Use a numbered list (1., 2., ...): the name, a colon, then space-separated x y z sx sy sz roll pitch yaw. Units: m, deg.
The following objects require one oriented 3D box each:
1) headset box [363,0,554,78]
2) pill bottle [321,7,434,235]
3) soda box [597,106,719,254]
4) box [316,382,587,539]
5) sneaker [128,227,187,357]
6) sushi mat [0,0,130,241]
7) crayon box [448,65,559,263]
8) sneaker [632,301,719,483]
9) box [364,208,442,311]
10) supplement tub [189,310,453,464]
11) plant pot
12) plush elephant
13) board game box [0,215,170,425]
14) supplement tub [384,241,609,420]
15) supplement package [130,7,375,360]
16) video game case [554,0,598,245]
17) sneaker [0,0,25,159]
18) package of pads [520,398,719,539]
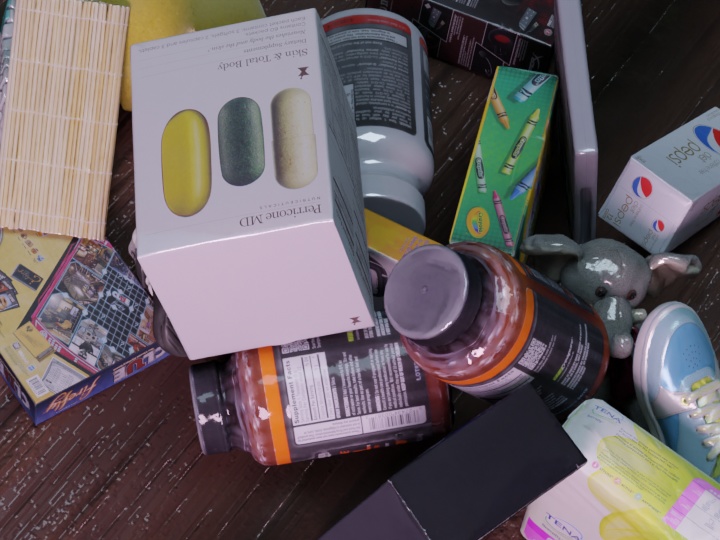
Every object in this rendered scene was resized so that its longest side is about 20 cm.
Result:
1. headset box: 0.102 -0.270 1.987 0.199 0.075 0.149 22 56 7
2. pill bottle: 0.005 -0.117 1.844 0.115 0.116 0.201 3 55 -6
3. soda box: 0.282 -0.078 1.839 0.068 0.064 0.200 37 32 16
4. box: 0.062 0.175 1.593 0.141 0.200 0.079 -35 84 -27
5. sneaker: -0.152 -0.001 1.757 0.088 0.074 0.201 -13 39 23
6. sushi mat: -0.249 -0.129 1.775 0.095 0.012 0.201 6 88 -1
7. crayon box: 0.120 -0.059 1.816 0.058 0.119 0.201 11 55 8
8. sneaker: 0.283 0.125 1.648 0.079 0.201 0.130 -24 22 -25
9. box: 0.000 0.000 1.762 0.199 0.119 0.042 24 55 9
10. supplement tub: -0.031 0.093 1.684 0.199 0.107 0.107 -9 57 -1
11. plant pot: -0.163 -0.215 1.858 0.141 0.200 0.201 -24 61 -4
12. plush elephant: 0.195 0.045 1.734 0.164 0.155 0.201 0 56 -8
13. board game box: -0.261 0.017 1.765 0.135 0.035 0.200 -27 63 -23
14. supplement tub: 0.098 0.041 1.588 0.106 0.200 0.108 -12 67 30
15. supplement package: -0.082 -0.065 1.629 0.151 0.151 0.201 -10 56 7
16. video game case: 0.184 -0.125 1.834 0.022 0.183 0.201 -4 56 2
17. sneaker: -0.273 -0.160 1.860 0.091 0.078 0.201 10 49 -13
18. package of pads: 0.223 0.203 1.630 0.200 0.155 0.068 36 58 16
